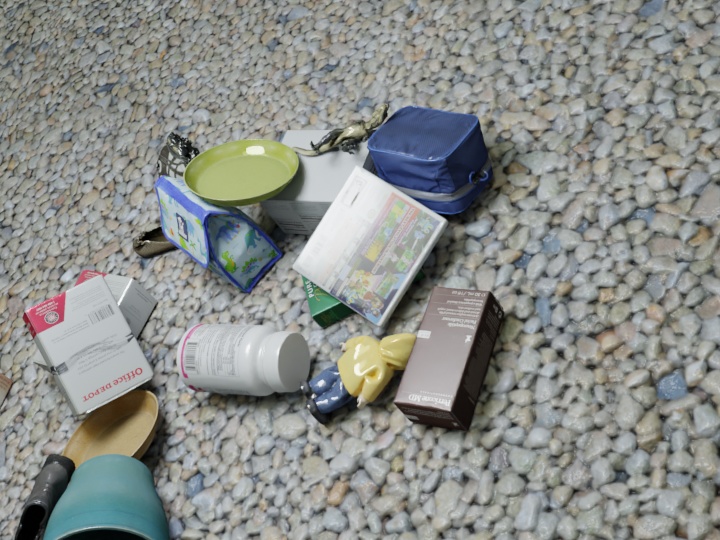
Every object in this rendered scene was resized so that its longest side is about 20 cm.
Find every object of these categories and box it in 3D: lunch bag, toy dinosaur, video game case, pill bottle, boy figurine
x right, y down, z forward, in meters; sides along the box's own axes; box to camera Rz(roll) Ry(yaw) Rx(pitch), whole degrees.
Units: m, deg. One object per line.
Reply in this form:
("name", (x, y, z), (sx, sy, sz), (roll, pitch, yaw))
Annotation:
("lunch bag", (-0.262, -0.074, 1.801), (0.128, 0.200, 0.170), (-49, 48, -9))
("lunch bag", (0.125, -0.176, 1.694), (0.199, 0.133, 0.136), (18, 52, 39))
("toy dinosaur", (-0.038, -0.220, 1.720), (0.199, 0.048, 0.088), (-19, 19, 22))
("video game case", (0.014, -0.040, 1.642), (0.182, 0.023, 0.201), (33, 91, 18))
("pill bottle", (-0.189, 0.145, 1.659), (0.199, 0.113, 0.114), (0, 58, 30))
("boy figurine", (0.003, 0.151, 1.575), (0.199, 0.064, 0.125), (-32, 47, 6))

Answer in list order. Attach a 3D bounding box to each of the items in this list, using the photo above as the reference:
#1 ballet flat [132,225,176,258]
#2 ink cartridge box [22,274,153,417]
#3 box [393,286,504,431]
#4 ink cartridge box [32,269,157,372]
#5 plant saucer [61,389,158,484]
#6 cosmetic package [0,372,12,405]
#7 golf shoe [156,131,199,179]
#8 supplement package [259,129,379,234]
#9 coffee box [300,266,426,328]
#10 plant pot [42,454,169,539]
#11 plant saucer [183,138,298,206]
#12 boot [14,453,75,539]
("ballet flat", (-0.354, -0.076, 1.962), (0.199, 0.046, 0.068), (-18, 51, 19))
("ink cartridge box", (-0.466, 0.132, 1.751), (0.145, 0.201, 0.083), (-27, 0, -26))
("box", (0.132, 0.127, 1.510), (0.100, 0.075, 0.201), (4, 62, 32))
("ink cartridge box", (-0.489, 0.110, 1.883), (0.144, 0.083, 0.201), (9, 63, 35))
("plant saucer", (-0.414, 0.288, 1.718), (0.199, 0.036, 0.201), (-24, 32, 16))
("cosmetic package", (-0.754, 0.271, 1.914), (0.087, 0.103, 0.201), (3, 61, 33))
("golf shoe", (-0.350, -0.186, 2.033), (0.095, 0.078, 0.200), (-49, 43, 15))
("supplement package", (-0.054, -0.154, 1.796), (0.199, 0.111, 0.157), (5, 61, 33))
("coffee box", (0.000, 0.000, 1.697), (0.199, 0.044, 0.123), (-28, 50, 10))
("plant pot", (-0.382, 0.390, 1.555), (0.199, 0.200, 0.188), (-28, 33, 10))
("plant saucer", (-0.202, -0.163, 1.752), (0.198, 0.031, 0.201), (-5, 36, 3))
("boot", (-0.512, 0.397, 1.612), (0.069, 0.201, 0.132), (15, 33, -3))
